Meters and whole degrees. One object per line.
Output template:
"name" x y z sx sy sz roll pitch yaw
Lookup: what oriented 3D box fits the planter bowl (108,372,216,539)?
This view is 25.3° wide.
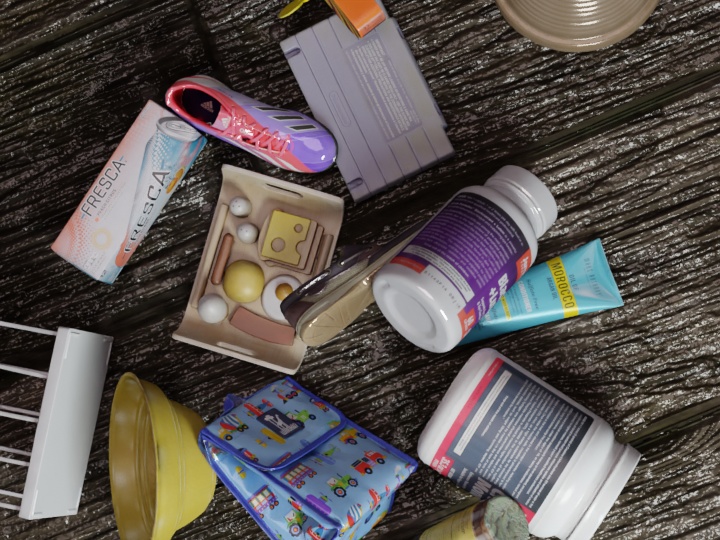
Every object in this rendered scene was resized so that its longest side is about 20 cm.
"planter bowl" -0.204 0.206 1.703 0.083 0.200 0.201 -2 83 -23

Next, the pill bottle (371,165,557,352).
"pill bottle" 0.115 -0.018 1.678 0.111 0.111 0.200 41 65 9

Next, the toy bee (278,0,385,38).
"toy bee" -0.040 -0.340 1.755 0.131 0.109 0.201 -17 88 -1

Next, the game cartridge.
"game cartridge" 0.010 -0.190 1.771 0.129 0.038 0.200 -25 82 0

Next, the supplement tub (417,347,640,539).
"supplement tub" 0.173 0.186 1.661 0.200 0.140 0.141 33 89 9

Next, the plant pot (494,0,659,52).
"plant pot" 0.233 -0.343 1.730 0.200 0.093 0.202 -1 85 7

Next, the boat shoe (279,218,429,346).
"boat shoe" 0.000 0.000 1.720 0.200 0.072 0.065 -39 64 -16

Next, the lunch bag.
"lunch bag" -0.068 0.200 1.684 0.200 0.150 0.094 39 129 15

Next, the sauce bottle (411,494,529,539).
"sauce bottle" 0.089 0.292 1.651 0.200 0.065 0.065 -38 78 45

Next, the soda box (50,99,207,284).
"soda box" -0.255 -0.085 1.776 0.068 0.064 0.200 33 90 9

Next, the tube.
"tube" 0.175 0.032 1.726 0.199 0.050 0.078 -18 80 0

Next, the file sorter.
"file sorter" -0.365 0.154 1.730 0.124 0.139 0.201 11 86 11

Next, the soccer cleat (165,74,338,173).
"soccer cleat" -0.121 -0.157 1.751 0.200 0.073 0.068 26 106 13

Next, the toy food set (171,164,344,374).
"toy food set" -0.111 -0.002 1.752 0.143 0.060 0.201 16 87 8
